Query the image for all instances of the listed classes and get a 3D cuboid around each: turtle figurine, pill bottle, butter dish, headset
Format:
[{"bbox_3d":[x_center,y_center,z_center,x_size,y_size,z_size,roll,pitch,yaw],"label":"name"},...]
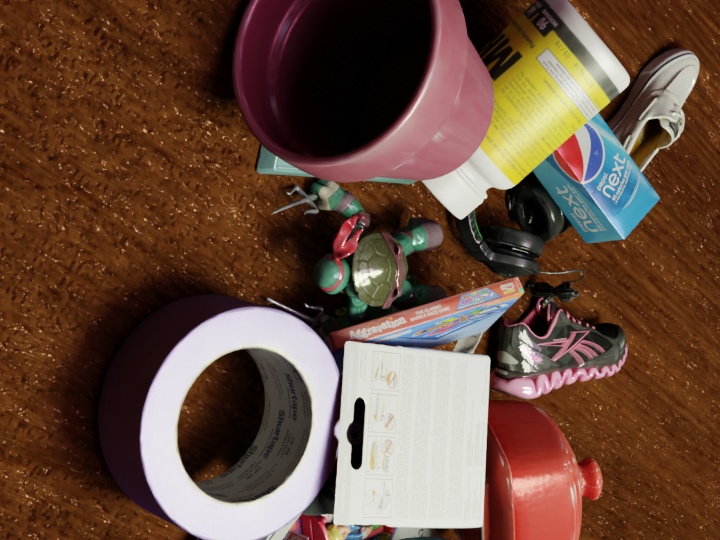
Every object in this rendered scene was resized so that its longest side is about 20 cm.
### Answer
[{"bbox_3d":[0.000,0.000,1.504,0.199,0.100,0.151,0,103,-49],"label":"turtle figurine"},{"bbox_3d":[0.134,-0.147,1.500,0.200,0.115,0.114,-41,137,8],"label":"pill bottle"},{"bbox_3d":[0.173,0.221,1.680,0.146,0.200,0.201,-9,117,-10],"label":"butter dish"},{"bbox_3d":[0.160,-0.041,1.685,0.124,0.094,0.200,-51,120,-21],"label":"headset"}]

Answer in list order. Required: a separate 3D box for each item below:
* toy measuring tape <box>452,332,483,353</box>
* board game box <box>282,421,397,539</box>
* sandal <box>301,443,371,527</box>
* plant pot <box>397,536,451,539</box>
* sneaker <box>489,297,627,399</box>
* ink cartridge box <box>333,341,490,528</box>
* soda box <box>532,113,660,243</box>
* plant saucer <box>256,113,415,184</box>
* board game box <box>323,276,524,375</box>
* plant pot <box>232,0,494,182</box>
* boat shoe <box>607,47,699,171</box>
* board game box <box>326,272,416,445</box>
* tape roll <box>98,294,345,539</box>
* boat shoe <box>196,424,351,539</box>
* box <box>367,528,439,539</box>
[{"bbox_3d":[0.064,0.104,1.609,0.074,0.073,0.201,42,72,-46],"label":"toy measuring tape"},{"bbox_3d":[-0.013,0.249,1.596,0.158,0.039,0.201,38,76,-39],"label":"board game box"},{"bbox_3d":[0.013,0.207,1.542,0.199,0.048,0.076,15,108,-47],"label":"sandal"},{"bbox_3d":[0.060,0.332,1.575,0.199,0.199,0.136,-15,105,-40],"label":"plant pot"},{"bbox_3d":[0.216,0.072,1.780,0.199,0.079,0.097,-14,105,-42],"label":"sneaker"},{"bbox_3d":[0.038,0.150,1.510,0.199,0.057,0.165,8,83,-41],"label":"ink cartridge box"},{"bbox_3d":[0.200,-0.123,1.619,0.064,0.068,0.200,-46,108,-21],"label":"soda box"},{"bbox_3d":[-0.009,-0.115,1.506,0.199,0.019,0.071,1,107,-46],"label":"plant saucer"},{"bbox_3d":[0.047,0.057,1.540,0.198,0.103,0.020,-16,74,-25],"label":"board game box"},{"bbox_3d":[0.019,-0.160,1.395,0.179,0.199,0.202,24,90,-58],"label":"plant pot"},{"bbox_3d":[0.312,-0.156,1.770,0.200,0.070,0.071,-46,134,-20],"label":"boat shoe"},{"bbox_3d":[0.020,0.110,1.629,0.104,0.023,0.202,-27,125,-32],"label":"board game box"},{"bbox_3d":[-0.117,0.125,1.419,0.198,0.085,0.202,-5,99,-34],"label":"tape roll"},{"bbox_3d":[-0.079,0.191,1.530,0.201,0.070,0.064,-58,138,-7],"label":"boat shoe"},{"bbox_3d":[0.002,0.330,1.695,0.200,0.041,0.157,-39,130,-28],"label":"box"}]
